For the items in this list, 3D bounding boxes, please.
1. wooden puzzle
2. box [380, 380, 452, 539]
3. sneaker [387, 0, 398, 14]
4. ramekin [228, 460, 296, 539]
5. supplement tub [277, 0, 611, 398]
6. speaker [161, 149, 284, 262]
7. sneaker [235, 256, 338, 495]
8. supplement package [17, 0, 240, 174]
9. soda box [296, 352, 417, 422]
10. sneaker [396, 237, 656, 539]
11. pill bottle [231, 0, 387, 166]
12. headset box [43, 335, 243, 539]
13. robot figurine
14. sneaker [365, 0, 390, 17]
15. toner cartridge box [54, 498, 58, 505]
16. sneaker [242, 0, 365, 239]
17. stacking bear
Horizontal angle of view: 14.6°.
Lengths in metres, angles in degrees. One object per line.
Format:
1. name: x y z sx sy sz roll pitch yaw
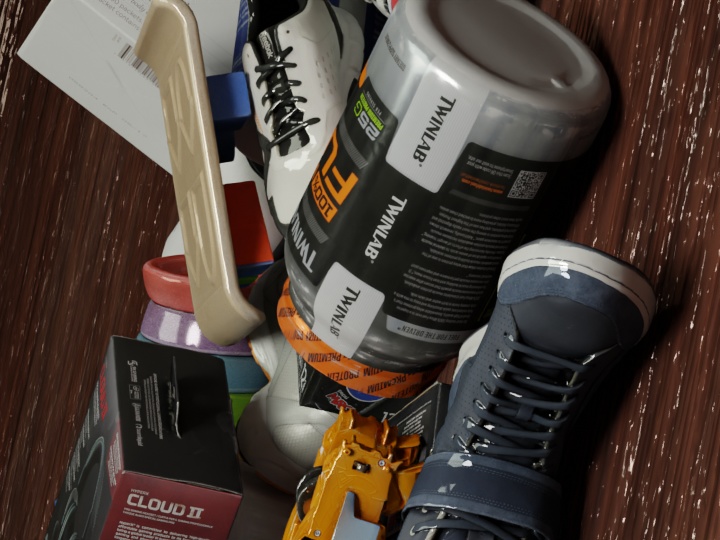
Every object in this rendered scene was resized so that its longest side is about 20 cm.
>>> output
1. wooden puzzle: -0.089 -0.059 1.708 0.185 0.046 0.201 143 113 -80
2. box: 0.015 0.182 1.505 0.200 0.049 0.199 137 143 -62
3. sneaker: 0.047 -0.097 1.551 0.113 0.071 0.201 -95 7 -53
4. ramekin: -0.077 0.213 1.720 0.202 0.094 0.203 -167 90 -74
5. supplement tub: 0.037 -0.039 1.454 0.123 0.122 0.200 -100 31 -55
6. speaker: -0.075 -0.043 1.957 0.200 0.081 0.082 128 151 -56
7. sneaker: -0.019 0.048 1.733 0.092 0.076 0.200 -40 29 29
8. supplement package: -0.110 -0.200 1.953 0.200 0.152 0.151 -55 7 -23
9. soda box: 0.000 0.000 1.667 0.200 0.070 0.063 -95 23 -50
10. sneaker: 0.074 0.080 1.300 0.202 0.077 0.147 114 175 -65
11. pill bottle: -0.023 -0.171 1.821 0.111 0.110 0.201 132 148 -60
12. headset box: -0.131 0.148 1.648 0.149 0.077 0.201 -103 29 -59
13. robot figurine: -0.021 0.176 1.421 0.145 0.058 0.201 -93 19 -82
14. sneaker: 0.004 -0.190 1.704 0.200 0.129 0.080 -93 22 -46
15. toner cartridge box: -0.154 0.247 1.902 0.095 0.043 0.201 168 87 -72
16. sneaker: -0.040 -0.096 1.655 0.073 0.080 0.201 -26 46 19
17. stacking bear: -0.101 0.098 1.879 0.121 0.113 0.201 17 104 51
